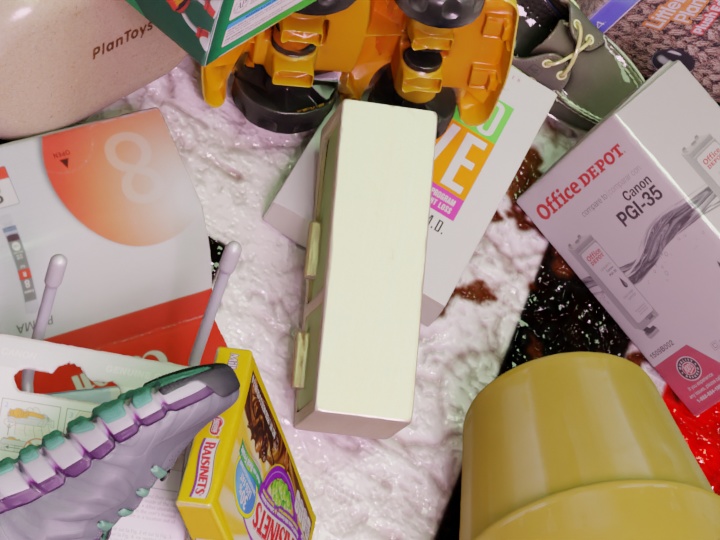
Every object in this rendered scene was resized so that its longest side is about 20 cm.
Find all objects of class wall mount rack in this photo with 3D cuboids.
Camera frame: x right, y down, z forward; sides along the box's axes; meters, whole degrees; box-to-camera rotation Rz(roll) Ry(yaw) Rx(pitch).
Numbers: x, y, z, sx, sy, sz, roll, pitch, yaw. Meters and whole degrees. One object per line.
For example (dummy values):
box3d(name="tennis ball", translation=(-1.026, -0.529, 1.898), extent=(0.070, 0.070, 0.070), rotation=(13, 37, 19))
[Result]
box3d(name="wall mount rack", translation=(-0.135, 0.074, 1.496), extent=(0.199, 0.074, 0.174), rotation=(-5, 92, -33))

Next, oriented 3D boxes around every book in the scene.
box3d(name="book", translation=(0.034, -0.075, 1.710), extent=(0.133, 0.048, 0.200), rotation=(32, 56, -4))

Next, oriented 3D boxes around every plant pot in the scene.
box3d(name="plant pot", translation=(0.141, 0.162, 1.568), extent=(0.200, 0.201, 0.189), rotation=(10, 46, -24))

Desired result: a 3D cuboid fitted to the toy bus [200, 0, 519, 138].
box3d(name="toy bus", translation=(-0.004, -0.195, 1.679), extent=(0.199, 0.136, 0.192), rotation=(6, 45, -8))

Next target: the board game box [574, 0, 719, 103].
box3d(name="board game box", translation=(0.269, -0.209, 1.830), extent=(0.199, 0.159, 0.097), rotation=(17, 60, -20))

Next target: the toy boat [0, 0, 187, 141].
box3d(name="toy boat", translation=(-0.201, -0.174, 1.596), extent=(0.131, 0.131, 0.200), rotation=(34, 47, 28))

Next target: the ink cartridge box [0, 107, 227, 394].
box3d(name="ink cartridge box", translation=(-0.161, 0.009, 1.554), extent=(0.162, 0.050, 0.200), rotation=(-17, 73, -33))

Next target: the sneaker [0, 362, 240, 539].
box3d(name="sneaker", translation=(-0.144, 0.125, 1.370), extent=(0.200, 0.074, 0.088), rotation=(-28, 94, -3))

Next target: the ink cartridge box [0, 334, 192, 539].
box3d(name="ink cartridge box", translation=(-0.180, 0.144, 1.421), extent=(0.162, 0.050, 0.201), rotation=(10, 74, -8))

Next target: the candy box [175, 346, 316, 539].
box3d(name="candy box", translation=(-0.064, 0.140, 1.467), extent=(0.026, 0.200, 0.102), rotation=(7, 59, 16))

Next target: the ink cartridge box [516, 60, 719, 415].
box3d(name="ink cartridge box", translation=(0.221, -0.021, 1.719), extent=(0.200, 0.147, 0.083), rotation=(50, 55, 2))

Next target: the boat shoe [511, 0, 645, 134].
box3d(name="boat shoe", translation=(0.127, -0.162, 1.776), extent=(0.202, 0.060, 0.072), rotation=(40, 88, -3))

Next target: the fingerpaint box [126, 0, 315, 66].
box3d(name="fingerpaint box", translation=(-0.080, -0.237, 1.543), extent=(0.167, 0.073, 0.200), rotation=(41, 50, 18))

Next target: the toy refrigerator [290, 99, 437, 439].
box3d(name="toy refrigerator", translation=(0.000, 0.000, 1.597), extent=(0.070, 0.076, 0.201), rotation=(7, 77, -11))
